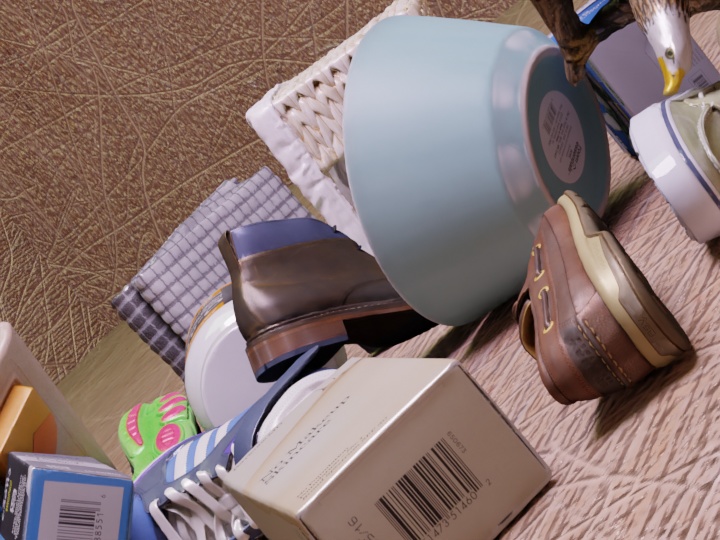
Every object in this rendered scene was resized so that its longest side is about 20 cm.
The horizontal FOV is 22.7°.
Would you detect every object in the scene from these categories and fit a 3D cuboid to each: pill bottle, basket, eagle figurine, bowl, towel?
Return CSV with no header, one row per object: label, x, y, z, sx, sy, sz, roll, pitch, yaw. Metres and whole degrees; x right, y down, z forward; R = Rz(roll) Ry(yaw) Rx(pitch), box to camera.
pill bottle,-0.068,0.068,1.276,0.116,0.117,0.200,-41,7,-1
basket,0.034,-0.104,1.449,0.160,0.199,0.200,-37,7,10
eagle figurine,0.183,-0.161,0.959,0.198,0.153,0.151,-15,-2,30
bowl,0.086,-0.073,1.120,0.104,0.202,0.201,-12,23,34
towel,-0.098,0.023,1.519,0.086,0.166,0.200,-42,4,43

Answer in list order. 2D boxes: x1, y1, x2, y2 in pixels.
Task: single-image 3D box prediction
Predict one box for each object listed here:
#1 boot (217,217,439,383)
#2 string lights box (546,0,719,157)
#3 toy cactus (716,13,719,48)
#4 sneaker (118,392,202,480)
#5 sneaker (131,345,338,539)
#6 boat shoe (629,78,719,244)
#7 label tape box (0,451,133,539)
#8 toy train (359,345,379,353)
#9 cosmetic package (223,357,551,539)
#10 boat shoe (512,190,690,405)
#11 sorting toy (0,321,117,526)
boot,0.000,0.000,1.173,0.198,0.098,0.075,-15,-16,-36
string lights box,0.181,-0.126,1.166,0.059,0.103,0.200,-39,7,3
toy cactus,0.245,-0.180,1.088,0.101,0.199,0.167,-17,61,32
sneaker,-0.124,0.162,1.222,0.076,0.084,0.201,-22,28,10
sneaker,-0.073,0.129,1.069,0.199,0.081,0.146,-37,2,-10
boat shoe,0.187,-0.072,0.951,0.062,0.072,0.200,-32,9,19
label tape box,-0.186,0.185,1.072,0.200,0.063,0.146,173,104,-73
toy train,0.058,0.006,1.299,0.200,0.042,0.057,-34,20,47
cosmetic package,0.006,0.101,0.864,0.103,0.073,0.200,-43,8,-13
boat shoe,0.103,0.013,0.869,0.067,0.072,0.200,-38,10,8
sorting toy,-0.215,0.164,1.145,0.036,0.186,0.202,1,53,22
